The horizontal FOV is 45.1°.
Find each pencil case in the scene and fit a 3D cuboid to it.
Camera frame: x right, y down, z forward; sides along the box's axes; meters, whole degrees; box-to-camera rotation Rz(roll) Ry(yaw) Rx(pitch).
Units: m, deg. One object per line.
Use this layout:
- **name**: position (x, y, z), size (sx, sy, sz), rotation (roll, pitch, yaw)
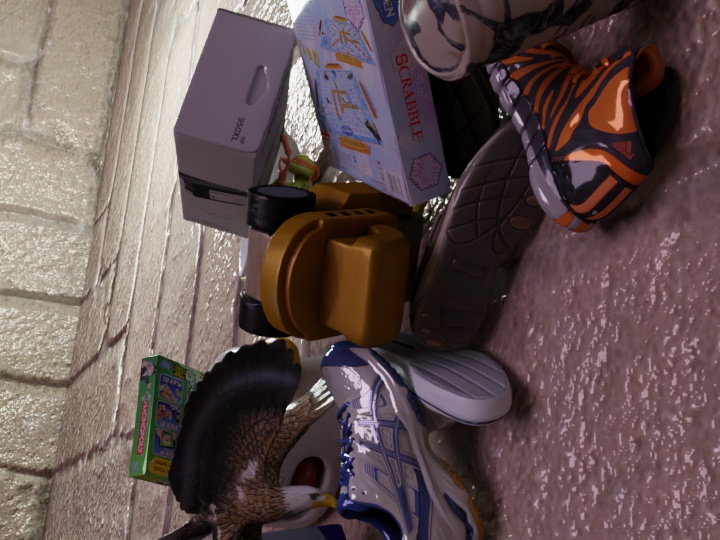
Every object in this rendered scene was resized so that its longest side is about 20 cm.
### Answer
- **pencil case**: position (0.120, -0.198, 0.584), size (0.090, 0.199, 0.078), rotation (54, 161, 31)

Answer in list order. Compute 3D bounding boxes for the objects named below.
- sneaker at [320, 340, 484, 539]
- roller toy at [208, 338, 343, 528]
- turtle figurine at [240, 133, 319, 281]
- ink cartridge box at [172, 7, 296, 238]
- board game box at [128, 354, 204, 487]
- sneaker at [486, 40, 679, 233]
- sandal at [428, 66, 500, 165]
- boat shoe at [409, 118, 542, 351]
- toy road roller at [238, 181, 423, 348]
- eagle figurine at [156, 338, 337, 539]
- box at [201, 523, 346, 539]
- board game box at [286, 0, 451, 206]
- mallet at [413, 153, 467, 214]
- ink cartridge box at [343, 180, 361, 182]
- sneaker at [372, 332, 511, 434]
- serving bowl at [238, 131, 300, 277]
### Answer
- **sneaker**: position (0.011, 0.146, 0.675), size (0.201, 0.088, 0.075), rotation (56, 157, 24)
- **roller toy**: position (-0.106, 0.178, 0.928), size (0.200, 0.139, 0.184), rotation (-32, 51, 55)
- **turtle figurine**: position (-0.078, -0.059, 0.954), size (0.200, 0.064, 0.163), rotation (-125, 51, -84)
- **ink cartridge box**: position (-0.127, -0.143, 0.883), size (0.200, 0.083, 0.146), rotation (114, 171, -68)
- **board game box**: position (-0.184, 0.194, 1.024), size (0.029, 0.200, 0.136), rotation (-16, 60, 29)
- **sneaker**: position (0.162, -0.134, 0.618), size (0.112, 0.077, 0.201), rotation (-44, 50, 41)
- **sandal**: position (0.072, -0.182, 0.702), size (0.081, 0.054, 0.201), rotation (-1, 118, 55)
- **boat shoe**: position (0.088, -0.035, 0.708), size (0.201, 0.074, 0.073), rotation (-63, 19, 11)
- **toy road roller**: position (0.000, 0.000, 0.725), size (0.145, 0.199, 0.124), rotation (20, 110, 42)
- **eagle figurine**: position (-0.088, 0.169, 0.729), size (0.152, 0.150, 0.202), rotation (151, 125, -63)
- **box**: position (-0.094, 0.331, 0.748), size (0.184, 0.198, 0.106), rotation (-114, 28, -51)
- **board game box**: position (-0.002, -0.173, 0.741), size (0.200, 0.041, 0.201), rotation (37, 145, 62)
- **mallet**: position (0.054, -0.068, 0.840), size (0.200, 0.041, 0.066), rotation (122, 147, -42)
- **ink cartridge box**: position (-0.015, -0.038, 0.948), size (0.200, 0.050, 0.110), rotation (3, 80, 63)
- **sneaker**: position (0.062, 0.103, 0.721), size (0.200, 0.072, 0.071), rotation (-162, 63, -66)
- **serving bowl**: position (-0.111, -0.086, 1.122), size (0.200, 0.065, 0.202), rotation (-171, 90, -80)
